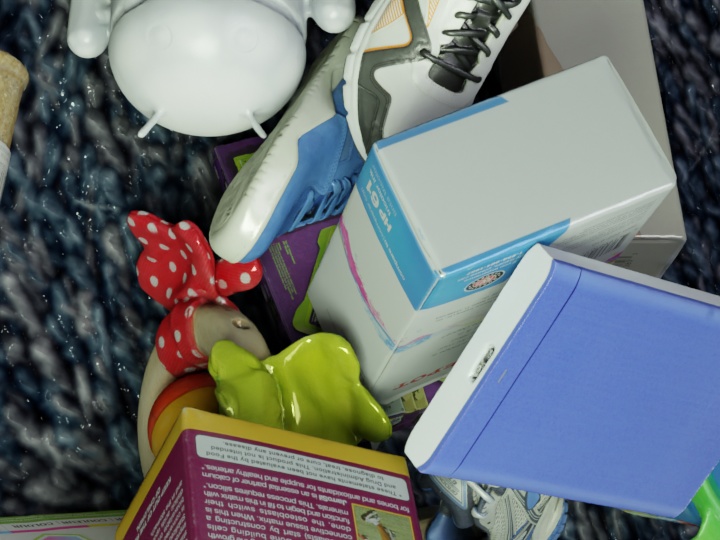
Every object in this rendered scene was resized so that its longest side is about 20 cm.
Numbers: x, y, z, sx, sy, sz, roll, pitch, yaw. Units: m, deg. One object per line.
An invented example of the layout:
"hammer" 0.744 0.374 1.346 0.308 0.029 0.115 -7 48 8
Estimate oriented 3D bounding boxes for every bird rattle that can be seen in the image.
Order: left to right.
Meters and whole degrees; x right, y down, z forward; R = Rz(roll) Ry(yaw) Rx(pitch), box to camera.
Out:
"bird rattle" -0.088 0.066 1.163 0.112 0.200 0.163 2 121 -42

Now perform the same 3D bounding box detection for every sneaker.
"sneaker" -0.002 -0.052 1.181 0.111 0.077 0.200 39 43 -8
"sneaker" 0.051 -0.141 1.131 0.074 0.080 0.201 18 86 -35
"sneaker" 0.081 0.108 1.179 0.085 0.200 0.077 -20 52 -25

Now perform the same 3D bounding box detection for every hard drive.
"hard drive" 0.132 0.063 1.096 0.200 0.025 0.132 14 115 -40

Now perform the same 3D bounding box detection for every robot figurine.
"robot figurine" -0.086 -0.162 1.198 0.113 0.169 0.201 64 24 -59

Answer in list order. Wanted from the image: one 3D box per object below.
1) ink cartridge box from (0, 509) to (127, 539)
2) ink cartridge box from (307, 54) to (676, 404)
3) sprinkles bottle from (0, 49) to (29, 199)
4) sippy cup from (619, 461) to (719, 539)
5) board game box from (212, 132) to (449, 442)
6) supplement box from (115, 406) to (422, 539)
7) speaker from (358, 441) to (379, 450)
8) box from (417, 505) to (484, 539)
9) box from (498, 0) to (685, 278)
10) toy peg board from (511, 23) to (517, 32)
"ink cartridge box" -0.129 0.191 1.072 0.148 0.200 0.076 1 101 -37
"ink cartridge box" 0.064 -0.016 1.124 0.144 0.200 0.085 -22 72 -20
"sprinkles bottle" -0.230 -0.022 1.115 0.068 0.068 0.201 20 71 -33
"sippy cup" 0.225 0.115 1.401 0.178 0.130 0.140 -28 100 -37
"board game box" 0.000 0.000 1.237 0.120 0.032 0.200 -17 66 -13
"supplement box" -0.039 0.180 1.008 0.131 0.103 0.200 16 36 -21
"speaker" 0.019 0.020 1.289 0.081 0.081 0.200 45 60 -24
"box" -0.002 0.200 1.250 0.200 0.078 0.095 -9 87 -38
"box" 0.145 -0.089 1.340 0.078 0.095 0.201 -1 63 -12
"toy peg board" 0.019 -0.266 1.240 0.199 0.098 0.200 27 27 -39
